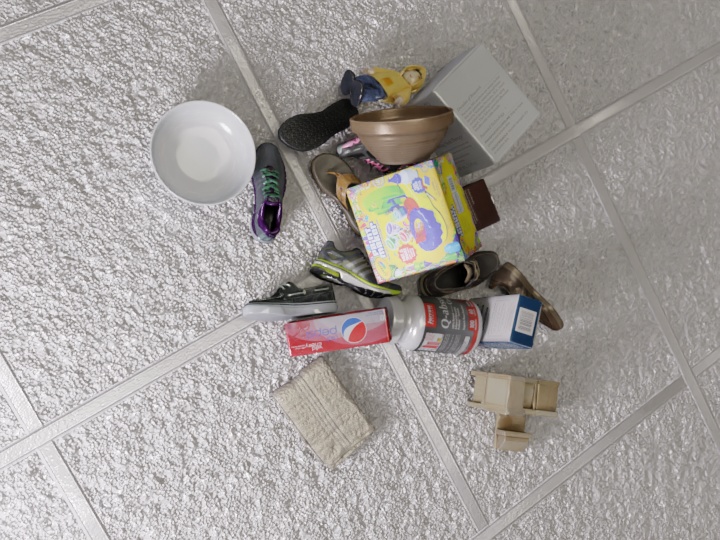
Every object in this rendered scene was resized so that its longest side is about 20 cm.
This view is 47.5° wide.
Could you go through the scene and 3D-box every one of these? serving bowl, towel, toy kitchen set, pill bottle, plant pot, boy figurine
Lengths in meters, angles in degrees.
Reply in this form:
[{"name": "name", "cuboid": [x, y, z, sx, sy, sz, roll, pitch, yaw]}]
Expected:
[{"name": "serving bowl", "cuboid": [-0.303, -0.218, 1.558, 0.200, 0.066, 0.200, 2, 85, -22]}, {"name": "towel", "cuboid": [-0.071, 0.284, 1.632, 0.132, 0.034, 0.200, -37, 99, -22]}, {"name": "toy kitchen set", "cuboid": [0.349, 0.307, 1.722, 0.200, 0.180, 0.163, 9, 83, -17]}, {"name": "pill bottle", "cuboid": [0.139, 0.111, 1.687, 0.200, 0.116, 0.116, 6, 83, -22]}, {"name": "plant pot", "cuboid": [0.082, -0.260, 1.589, 0.201, 0.201, 0.093, -14, 111, -23]}, {"name": "boy figurine", "cuboid": [0.061, -0.384, 1.705, 0.200, 0.064, 0.124, -15, 55, -32]}]

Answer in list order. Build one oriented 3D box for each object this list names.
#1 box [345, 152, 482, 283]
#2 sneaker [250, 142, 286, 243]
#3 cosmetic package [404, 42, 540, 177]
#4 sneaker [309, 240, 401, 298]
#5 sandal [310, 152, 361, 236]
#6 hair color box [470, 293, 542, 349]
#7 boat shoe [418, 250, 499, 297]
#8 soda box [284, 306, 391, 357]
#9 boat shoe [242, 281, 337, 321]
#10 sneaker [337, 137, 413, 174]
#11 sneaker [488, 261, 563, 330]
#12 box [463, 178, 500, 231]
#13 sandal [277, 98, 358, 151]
[{"name": "box", "cuboid": [0.106, -0.103, 1.612, 0.122, 0.192, 0.200, -31, 103, -62]}, {"name": "sneaker", "cuboid": [-0.171, -0.155, 1.595, 0.074, 0.088, 0.200, 1, 86, -22]}, {"name": "cosmetic package", "cuboid": [0.229, -0.334, 1.732, 0.200, 0.167, 0.166, 46, 72, -12]}, {"name": "sneaker", "cuboid": [0.000, 0.000, 1.664, 0.200, 0.074, 0.081, 23, 74, -21]}, {"name": "sandal", "cuboid": [-0.024, -0.156, 1.673, 0.082, 0.055, 0.200, -34, 99, -21]}, {"name": "hair color box", "cuboid": [0.290, 0.108, 1.703, 0.060, 0.200, 0.100, 19, 79, -20]}, {"name": "boat shoe", "cuboid": [0.223, 0.011, 1.752, 0.200, 0.073, 0.075, -25, 95, -22]}, {"name": "soda box", "cuboid": [-0.042, 0.119, 1.594, 0.200, 0.063, 0.070, -10, 90, 6]}, {"name": "boat shoe", "cuboid": [-0.141, 0.058, 1.609, 0.200, 0.072, 0.071, -2, 78, -33]}, {"name": "sneaker", "cuboid": [0.048, -0.237, 1.707, 0.200, 0.079, 0.096, -6, 100, -21]}, {"name": "sneaker", "cuboid": [0.364, 0.073, 1.820, 0.076, 0.070, 0.200, -43, 99, 0]}, {"name": "box", "cuboid": [0.189, -0.112, 1.749, 0.200, 0.075, 0.100, -24, 95, -20]}, {"name": "sandal", "cuboid": [-0.088, -0.290, 1.669, 0.200, 0.048, 0.075, -28, 96, -35]}]
